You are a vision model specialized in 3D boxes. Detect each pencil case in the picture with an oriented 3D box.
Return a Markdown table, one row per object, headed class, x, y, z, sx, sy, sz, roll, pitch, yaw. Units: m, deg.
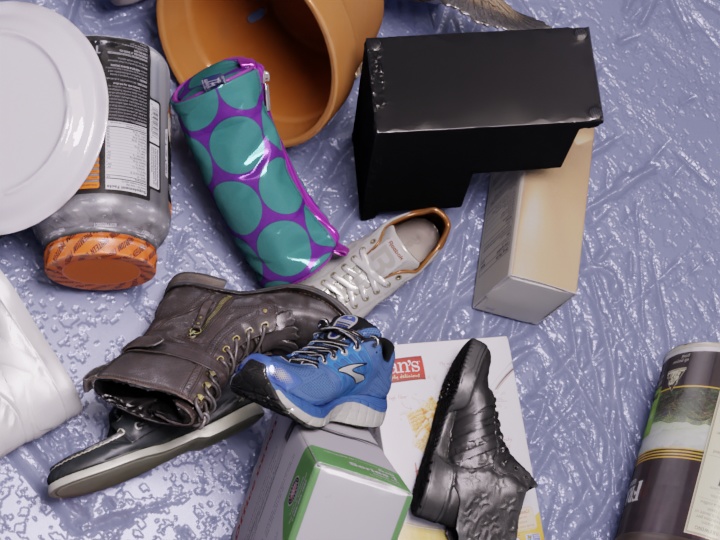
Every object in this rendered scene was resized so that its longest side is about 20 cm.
| class | x | y | z | sx | sy | sz | roll | pitch | yaw |
| --- | --- | --- | --- | --- | --- | --- | --- | --- | --- |
| pencil case | -0.091 | -0.088 | 1.258 | 0.092 | 0.085 | 0.201 | -21 | 106 | 12 |

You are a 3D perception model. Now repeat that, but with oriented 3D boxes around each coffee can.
| class | x | y | z | sx | sy | sz | roll | pitch | yaw |
| --- | --- | --- | --- | --- | --- | --- | --- | --- | --- |
| coffee can | 0.324 | 0.188 | 1.290 | 0.145 | 0.146 | 0.201 | 25 | 65 | -7 |

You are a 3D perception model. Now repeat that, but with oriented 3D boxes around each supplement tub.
| class | x | y | z | sx | sy | sz | roll | pitch | yaw |
| --- | --- | --- | --- | --- | --- | --- | --- | --- | --- |
| supplement tub | -0.226 | -0.092 | 1.231 | 0.121 | 0.123 | 0.202 | 3 | 70 | -16 |

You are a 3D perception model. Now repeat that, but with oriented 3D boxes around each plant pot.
| class | x | y | z | sx | sy | sz | roll | pitch | yaw |
| --- | --- | --- | --- | --- | --- | --- | --- | --- | --- |
| plant pot | -0.069 | -0.235 | 1.304 | 0.200 | 0.200 | 0.140 | 44 | 49 | 1 |

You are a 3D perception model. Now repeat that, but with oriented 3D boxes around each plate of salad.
| class | x | y | z | sx | sy | sz | roll | pitch | yaw |
| --- | --- | --- | --- | --- | --- | --- | --- | --- | --- |
| plate of salad | -0.300 | -0.126 | 1.177 | 0.198 | 0.048 | 0.202 | -2 | 80 | 12 |

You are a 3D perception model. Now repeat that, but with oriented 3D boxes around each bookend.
| class | x | y | z | sx | sy | sz | roll | pitch | yaw |
| --- | --- | --- | --- | --- | --- | --- | --- | --- | --- |
| bookend | 0.098 | -0.130 | 1.281 | 0.198 | 0.199 | 0.093 | -4 | 71 | -5 |

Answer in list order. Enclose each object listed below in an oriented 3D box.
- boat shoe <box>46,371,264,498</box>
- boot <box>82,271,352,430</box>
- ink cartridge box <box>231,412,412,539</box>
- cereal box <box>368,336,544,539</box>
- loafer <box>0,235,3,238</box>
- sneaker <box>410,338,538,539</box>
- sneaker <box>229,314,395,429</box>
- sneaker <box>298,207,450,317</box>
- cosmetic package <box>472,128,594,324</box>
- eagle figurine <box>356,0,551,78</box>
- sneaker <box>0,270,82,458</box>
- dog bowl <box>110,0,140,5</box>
| class | x | y | z | sx | sy | sz | roll | pitch | yaw |
| --- | --- | --- | --- | --- | --- | --- | --- | --- | --- |
| boat shoe | -0.180 | 0.131 | 1.194 | 0.198 | 0.075 | 0.066 | -21 | 76 | -23 |
| boot | -0.113 | 0.078 | 1.182 | 0.198 | 0.070 | 0.174 | 8 | 31 | 10 |
| ink cartridge box | -0.037 | 0.201 | 1.123 | 0.084 | 0.200 | 0.147 | 18 | 96 | -12 |
| cereal box | 0.082 | 0.164 | 1.281 | 0.143 | 0.040 | 0.202 | -4 | 72 | -18 |
| loafer | -0.341 | -0.120 | 1.238 | 0.075 | 0.067 | 0.202 | -6 | 89 | -6 |
| sneaker | 0.109 | 0.169 | 1.236 | 0.103 | 0.060 | 0.201 | 21 | 71 | -7 |
| sneaker | -0.033 | 0.075 | 1.136 | 0.078 | 0.200 | 0.090 | 20 | 95 | 28 |
| sneaker | 0.000 | 0.000 | 1.290 | 0.200 | 0.085 | 0.073 | -38 | 86 | -21 |
| cosmetic package | 0.168 | -0.061 | 1.354 | 0.070 | 0.105 | 0.202 | 14 | 69 | -12 |
| eagle figurine | 0.077 | -0.292 | 1.385 | 0.151 | 0.198 | 0.153 | -57 | 134 | -62 |
| sneaker | -0.333 | 0.064 | 1.170 | 0.115 | 0.074 | 0.201 | -33 | 84 | -28 |
| dog bowl | -0.169 | -0.315 | 1.292 | 0.199 | 0.200 | 0.059 | -35 | 95 | -24 |
